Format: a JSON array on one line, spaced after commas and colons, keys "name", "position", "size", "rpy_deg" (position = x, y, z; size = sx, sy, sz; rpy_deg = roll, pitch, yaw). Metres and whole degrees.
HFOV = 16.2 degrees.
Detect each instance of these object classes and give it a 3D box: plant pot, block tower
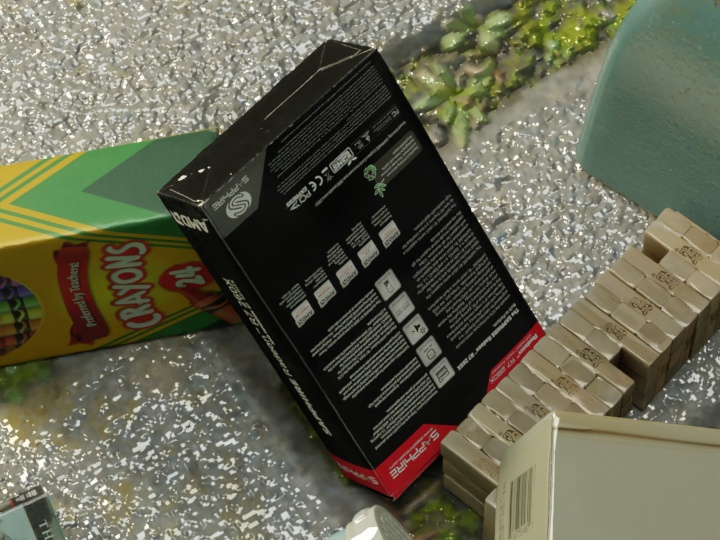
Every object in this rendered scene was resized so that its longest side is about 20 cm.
[{"name": "plant pot", "position": [0.245, -0.125, 1.316], "size": [0.195, 0.200, 0.196], "rpy_deg": [34, 68, 19]}, {"name": "block tower", "position": [0.121, 0.053, 1.309], "size": [0.058, 0.054, 0.200], "rpy_deg": [36, 69, 20]}]

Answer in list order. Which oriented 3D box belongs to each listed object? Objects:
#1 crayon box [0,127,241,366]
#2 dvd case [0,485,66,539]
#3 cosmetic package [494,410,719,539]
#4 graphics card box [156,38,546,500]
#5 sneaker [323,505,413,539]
[{"name": "crayon box", "position": [-0.161, -0.005, 1.313], "size": [0.199, 0.127, 0.051], "rpy_deg": [-10, 62, -2]}, {"name": "dvd case", "position": [-0.217, 0.208, 1.214], "size": [0.199, 0.022, 0.147], "rpy_deg": [-22, 101, -11]}, {"name": "cosmetic package", "position": [0.172, 0.122, 1.212], "size": [0.199, 0.104, 0.074], "rpy_deg": [7, 73, -11]}, {"name": "graphics card box", "position": [0.000, 0.000, 1.272], "size": [0.125, 0.200, 0.051], "rpy_deg": [-43, 31, -18]}, {"name": "sneaker", "position": [0.025, 0.219, 1.228], "size": [0.082, 0.074, 0.201], "rpy_deg": [-34, 66, 15]}]
